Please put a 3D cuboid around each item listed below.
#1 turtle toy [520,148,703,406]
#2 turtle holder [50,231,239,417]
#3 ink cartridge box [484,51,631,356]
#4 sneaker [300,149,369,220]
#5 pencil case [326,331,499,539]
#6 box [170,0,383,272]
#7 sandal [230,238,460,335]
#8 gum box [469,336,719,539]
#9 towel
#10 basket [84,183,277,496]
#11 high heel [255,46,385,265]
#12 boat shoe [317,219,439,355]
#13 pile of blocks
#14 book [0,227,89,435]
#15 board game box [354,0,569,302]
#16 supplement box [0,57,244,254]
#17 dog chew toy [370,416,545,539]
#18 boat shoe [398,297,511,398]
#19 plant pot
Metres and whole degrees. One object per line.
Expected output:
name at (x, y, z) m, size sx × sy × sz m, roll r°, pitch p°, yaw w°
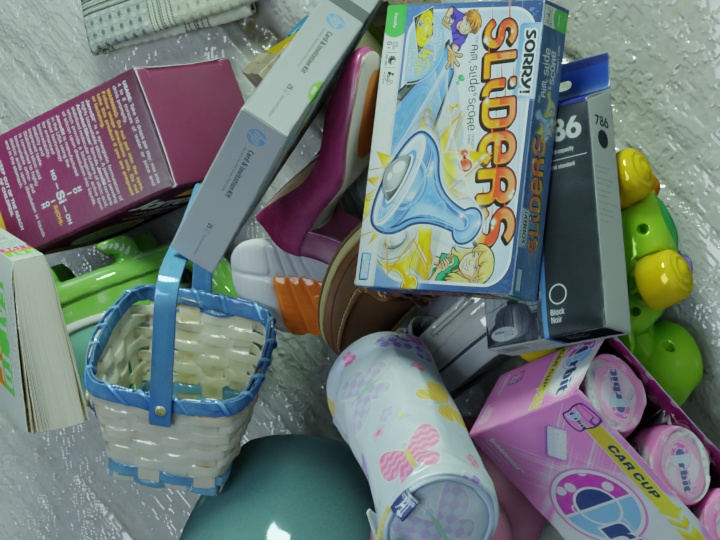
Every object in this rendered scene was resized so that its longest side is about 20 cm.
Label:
turtle toy at (0.180, 0.009, 1.479) m, size 0.145 × 0.101 × 0.202 m, roll -25°, pitch 83°, yaw 32°
turtle holder at (-0.188, 0.040, 1.713) m, size 0.133 × 0.184 × 0.141 m, roll 70°, pitch 162°, yaw 0°
ink cartridge box at (0.129, -0.048, 1.421) m, size 0.099 × 0.039 × 0.202 m, roll -14°, pitch 73°, yaw 36°
sneaker at (0.026, -0.100, 1.582) m, size 0.078 × 0.080 × 0.199 m, roll 34°, pitch 141°, yaw -24°
pencil case at (0.033, 0.126, 1.450) m, size 0.091 × 0.083 × 0.200 m, roll -51°, pitch 28°, yaw 18°
box at (-0.055, -0.114, 1.481) m, size 0.041 × 0.200 × 0.156 m, roll 32°, pitch 136°, yaw 0°
sandal at (0.001, 0.008, 1.625) m, size 0.205 × 0.059 × 0.080 m, roll 5°, pitch 117°, yaw 14°
gum box at (0.187, 0.147, 1.457) m, size 0.200 × 0.066 × 0.113 m, roll 47°, pitch 138°, yaw -16°
towel at (-0.161, -0.291, 1.703) m, size 0.199 × 0.034 × 0.195 m, roll -11°, pitch 88°, yaw 35°
basket at (-0.135, 0.056, 1.561) m, size 0.138 × 0.177 × 0.202 m, roll 12°, pitch 116°, yaw 3°
high heel at (-0.032, -0.091, 1.524) m, size 0.095 × 0.067 × 0.201 m, roll 27°, pitch 139°, yaw 21°
boat shoe at (0.029, -0.005, 1.515) m, size 0.201 × 0.072 × 0.068 m, roll -61°, pitch 43°, yaw 31°
pile of blocks at (-0.003, -0.178, 1.603) m, size 0.199 × 0.082 × 0.062 m, roll -24°, pitch 117°, yaw 40°
book at (-0.269, 0.038, 1.609) m, size 0.200 × 0.048 × 0.135 m, roll -160°, pitch 60°, yaw -66°
board game box at (0.069, -0.083, 1.426) m, size 0.134 × 0.034 × 0.202 m, roll 2°, pitch 84°, yaw 37°
supplement box at (-0.200, -0.090, 1.693) m, size 0.199 × 0.131 × 0.104 m, roll -22°, pitch 86°, yaw 34°
dog chew toy at (0.063, 0.193, 1.515) m, size 0.123 × 0.200 × 0.126 m, roll 9°, pitch 117°, yaw 18°
boat shoe at (0.053, 0.067, 1.572) m, size 0.200 × 0.072 × 0.066 m, roll -41°, pitch 76°, yaw 47°
plant pot at (-0.052, 0.206, 1.619) m, size 0.199 × 0.200 × 0.136 m, roll -11°, pitch 66°, yaw 33°
